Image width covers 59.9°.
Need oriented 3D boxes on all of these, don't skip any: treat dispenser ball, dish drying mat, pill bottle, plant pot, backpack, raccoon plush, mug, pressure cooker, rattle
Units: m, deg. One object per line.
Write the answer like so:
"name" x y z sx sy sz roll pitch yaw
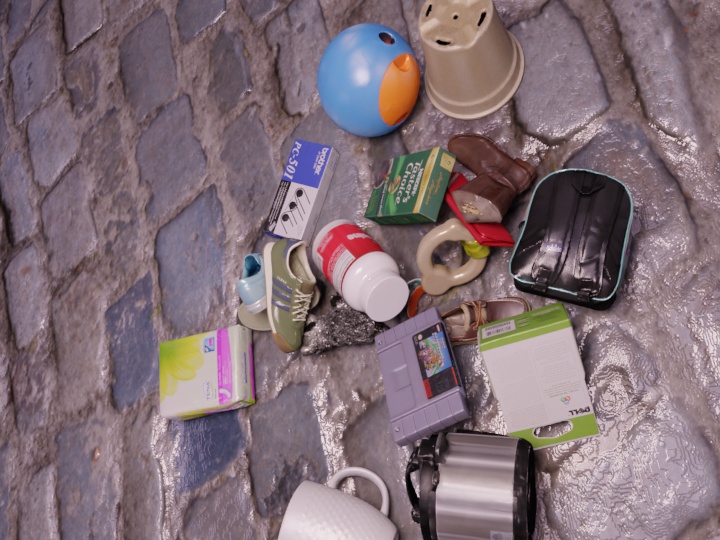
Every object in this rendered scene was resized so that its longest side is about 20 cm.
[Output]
"treat dispenser ball" 0.015 -0.358 1.183 0.196 0.201 0.206 -6 74 20
"dish drying mat" 0.188 -0.110 1.067 0.202 0.075 0.018 63 141 44
"pill bottle" 0.000 0.000 1.108 0.113 0.112 0.200 -48 42 4
"plant pot" 0.189 -0.412 1.137 0.195 0.183 0.206 -6 73 20
"backpack" 0.341 -0.051 0.995 0.172 0.153 0.205 13 86 24
"raccoon plush" -0.024 0.134 1.133 0.199 0.096 0.135 39 100 25
"mug" -0.022 0.424 1.034 0.171 0.150 0.202 11 50 16
"pressure cooker" 0.164 0.336 0.950 0.195 0.178 0.181 -2 78 20
"rattle" 0.135 -0.030 1.127 0.201 0.128 0.145 -53 40 35

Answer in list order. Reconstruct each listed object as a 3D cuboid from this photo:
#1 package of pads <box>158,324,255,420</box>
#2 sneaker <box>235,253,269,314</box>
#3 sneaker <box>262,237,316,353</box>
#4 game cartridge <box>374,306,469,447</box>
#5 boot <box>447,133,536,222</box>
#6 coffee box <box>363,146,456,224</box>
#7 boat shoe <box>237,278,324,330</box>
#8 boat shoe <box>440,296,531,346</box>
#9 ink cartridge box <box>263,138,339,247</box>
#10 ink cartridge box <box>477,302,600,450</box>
"package of pads" -0.305 0.207 1.236 0.195 0.068 0.159 -13 70 19
"sneaker" -0.178 -0.009 1.180 0.072 0.083 0.201 -18 27 19
"sneaker" -0.117 0.040 1.110 0.088 0.067 0.206 -13 83 33
"game cartridge" 0.094 0.164 1.003 0.128 0.038 0.203 -32 44 20
"boot" 0.191 -0.158 1.070 0.184 0.065 0.200 26 43 24
"coffee box" 0.085 -0.148 1.125 0.199 0.043 0.126 7 76 63
"boat shoe" -0.151 0.058 1.214 0.197 0.066 0.076 -26 100 29
"boat shoe" 0.191 0.087 1.064 0.195 0.072 0.074 -14 71 18
"ink cartridge box" -0.120 -0.158 1.271 0.092 0.044 0.205 16 82 23
"ink cartridge box" 0.286 0.176 1.007 0.144 0.076 0.204 -17 104 14
